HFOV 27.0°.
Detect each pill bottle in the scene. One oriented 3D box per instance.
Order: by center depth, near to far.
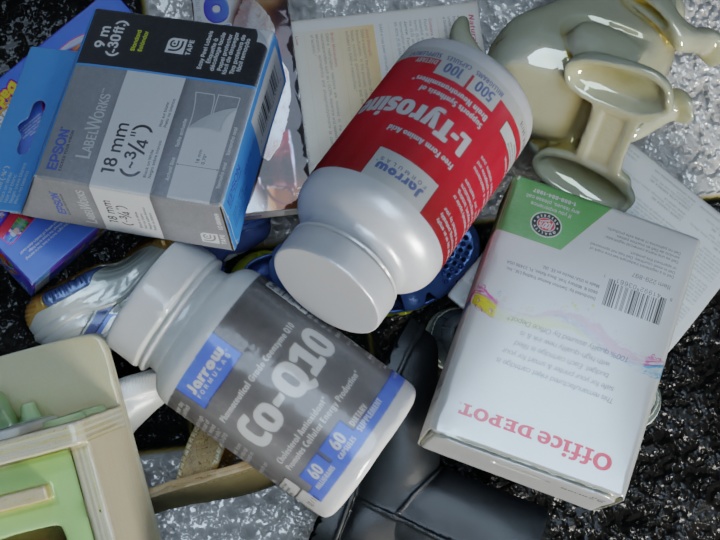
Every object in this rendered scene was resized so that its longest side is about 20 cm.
[{"bbox_3d":[0.028,-0.058,1.044,0.112,0.112,0.200,37,63,-3],"label":"pill bottle"},{"bbox_3d":[-0.071,0.071,1.051,0.200,0.114,0.114,35,80,1],"label":"pill bottle"}]

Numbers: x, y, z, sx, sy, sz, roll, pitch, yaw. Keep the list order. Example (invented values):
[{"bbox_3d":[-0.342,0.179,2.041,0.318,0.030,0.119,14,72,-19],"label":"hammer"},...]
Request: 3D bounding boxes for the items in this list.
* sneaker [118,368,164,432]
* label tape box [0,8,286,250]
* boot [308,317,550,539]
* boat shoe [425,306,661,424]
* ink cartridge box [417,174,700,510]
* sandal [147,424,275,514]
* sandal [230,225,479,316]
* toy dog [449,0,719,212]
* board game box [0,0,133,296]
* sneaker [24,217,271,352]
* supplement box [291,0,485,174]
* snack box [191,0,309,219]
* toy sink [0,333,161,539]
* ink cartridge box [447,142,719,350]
[{"bbox_3d":[-0.217,0.146,1.107,0.200,0.075,0.089,-30,86,0],"label":"sneaker"},{"bbox_3d":[-0.167,-0.104,1.043,0.199,0.063,0.145,9,64,10],"label":"label tape box"},{"bbox_3d":[0.069,0.156,1.142,0.168,0.076,0.201,22,88,-2],"label":"boot"},{"bbox_3d":[0.148,0.079,1.171,0.199,0.062,0.073,20,79,-6],"label":"boat shoe"},{"bbox_3d":[0.142,0.055,1.082,0.145,0.088,0.201,19,74,1],"label":"ink cartridge box"},{"bbox_3d":[-0.121,0.139,1.119,0.211,0.078,0.070,-21,70,-17],"label":"sandal"},{"bbox_3d":[0.000,0.000,1.148,0.199,0.087,0.080,-16,84,-11],"label":"sandal"},{"bbox_3d":[0.179,-0.166,1.149,0.193,0.140,0.200,19,46,17],"label":"toy dog"},{"bbox_3d":[-0.219,-0.098,1.134,0.200,0.045,0.135,-43,91,-18],"label":"board game box"},{"bbox_3d":[-0.149,0.018,1.138,0.200,0.075,0.088,-27,98,-2],"label":"sneaker"},{"bbox_3d":[0.000,-0.130,1.167,0.199,0.074,0.126,-7,83,-8],"label":"supplement box"},{"bbox_3d":[-0.082,-0.139,1.107,0.072,0.024,0.201,-6,83,-6],"label":"snack box"},{"bbox_3d":[-0.221,0.154,1.011,0.130,0.112,0.201,-14,89,6],"label":"toy sink"},{"bbox_3d":[0.185,0.003,1.172,0.160,0.047,0.200,40,74,6],"label":"ink cartridge box"}]
